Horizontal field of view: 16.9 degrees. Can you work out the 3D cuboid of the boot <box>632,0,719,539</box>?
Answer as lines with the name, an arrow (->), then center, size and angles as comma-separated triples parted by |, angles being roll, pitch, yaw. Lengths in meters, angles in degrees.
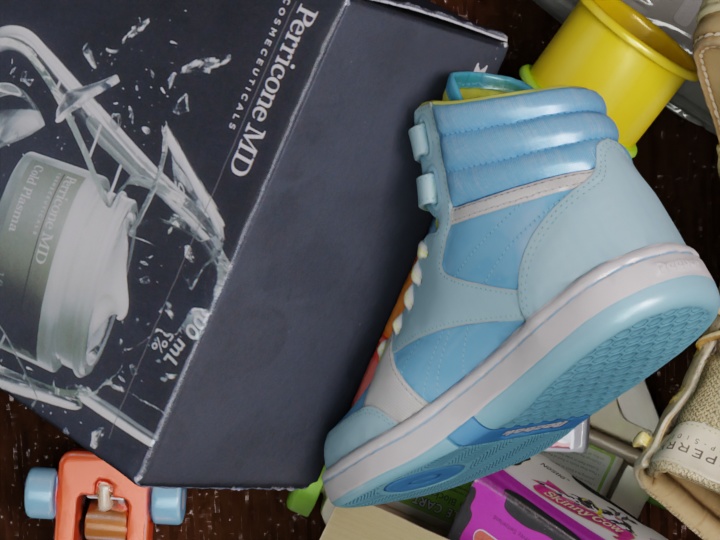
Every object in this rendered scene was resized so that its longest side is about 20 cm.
boot -> 0.150, 0.009, 0.904 | 0.156, 0.073, 0.200 | -55, 136, -23

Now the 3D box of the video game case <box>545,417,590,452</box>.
video game case -> 0.000, 0.000, 1.023 | 0.200, 0.018, 0.143 | 3, 87, 12

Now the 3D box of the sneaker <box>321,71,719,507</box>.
sneaker -> 0.040, 0.002, 0.912 | 0.200, 0.079, 0.131 | -37, 66, 40

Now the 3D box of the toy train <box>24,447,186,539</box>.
toy train -> -0.174, 0.135, 1.074 | 0.200, 0.056, 0.150 | -1, 92, 4

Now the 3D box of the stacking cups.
stacking cups -> 0.056, -0.016, 0.966 | 0.060, 0.061, 0.200 | 33, 108, -4

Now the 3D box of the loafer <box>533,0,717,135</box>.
loafer -> 0.128, -0.101, 1.005 | 0.200, 0.070, 0.070 | 37, 70, 12

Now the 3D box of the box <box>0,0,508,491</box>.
box -> -0.081, -0.046, 0.954 | 0.196, 0.124, 0.200 | 30, 102, 31

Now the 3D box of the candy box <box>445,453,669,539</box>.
candy box -> 0.074, 0.196, 0.996 | 0.136, 0.061, 0.200 | 34, 112, 23

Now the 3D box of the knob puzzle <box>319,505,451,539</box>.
knob puzzle -> 0.041, 0.207, 0.943 | 0.219, 0.030, 0.220 | -7, 73, 22

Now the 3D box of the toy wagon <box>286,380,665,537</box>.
toy wagon -> 0.047, 0.109, 1.064 | 0.155, 0.040, 0.200 | 24, 102, -2
